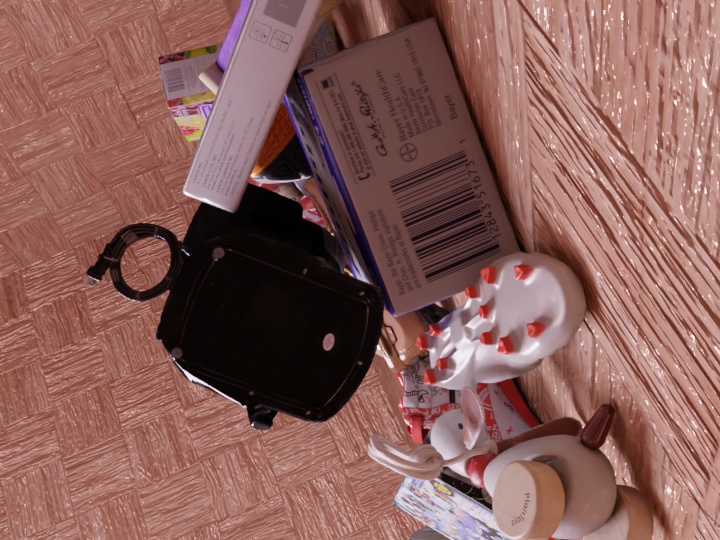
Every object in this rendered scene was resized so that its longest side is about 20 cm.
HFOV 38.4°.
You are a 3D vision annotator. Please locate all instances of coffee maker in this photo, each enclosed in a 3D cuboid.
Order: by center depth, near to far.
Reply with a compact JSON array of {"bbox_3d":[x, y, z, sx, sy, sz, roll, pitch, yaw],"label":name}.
[{"bbox_3d":[-0.087,0.000,0.768,0.192,0.135,0.200,46,-177,-18],"label":"coffee maker"}]

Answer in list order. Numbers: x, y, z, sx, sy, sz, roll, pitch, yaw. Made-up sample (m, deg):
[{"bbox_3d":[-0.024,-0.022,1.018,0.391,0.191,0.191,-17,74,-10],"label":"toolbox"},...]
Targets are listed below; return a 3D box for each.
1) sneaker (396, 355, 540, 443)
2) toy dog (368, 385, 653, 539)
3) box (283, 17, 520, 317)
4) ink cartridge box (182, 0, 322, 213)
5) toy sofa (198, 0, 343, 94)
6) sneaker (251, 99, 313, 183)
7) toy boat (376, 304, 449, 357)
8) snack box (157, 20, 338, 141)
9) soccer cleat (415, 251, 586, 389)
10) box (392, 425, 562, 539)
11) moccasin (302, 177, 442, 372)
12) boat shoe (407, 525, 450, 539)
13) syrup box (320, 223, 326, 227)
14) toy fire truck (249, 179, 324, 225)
[{"bbox_3d":[0.103,0.148,0.929,0.067,0.108,0.202,75,172,-59],"label":"sneaker"},{"bbox_3d":[0.112,0.117,0.702,0.200,0.097,0.132,22,-176,44],"label":"toy dog"},{"bbox_3d":[0.023,-0.078,0.785,0.200,0.105,0.185,-137,25,-80],"label":"box"},{"bbox_3d":[-0.063,-0.167,0.732,0.176,0.045,0.200,-88,21,-59],"label":"ink cartridge box"},{"bbox_3d":[-0.100,-0.223,1.024,0.083,0.098,0.200,45,148,1],"label":"toy sofa"},{"bbox_3d":[-0.073,-0.131,0.994,0.076,0.092,0.200,60,-146,-17],"label":"sneaker"},{"bbox_3d":[0.017,0.009,1.161,0.199,0.131,0.130,25,-165,17],"label":"toy boat"},{"bbox_3d":[-0.123,-0.218,1.213,0.169,0.199,0.068,108,148,-85],"label":"snack box"},{"bbox_3d":[0.103,0.035,0.685,0.200,0.077,0.070,135,128,-64],"label":"soccer cleat"},{"bbox_3d":[0.102,0.210,0.917,0.137,0.040,0.200,29,159,9],"label":"box"},{"bbox_3d":[0.001,0.000,0.958,0.202,0.078,0.074,58,-164,11],"label":"moccasin"},{"bbox_3d":[0.135,0.313,1.041,0.199,0.074,0.067,5,129,41],"label":"boat shoe"},{"bbox_3d":[-0.019,-0.002,1.058,0.079,0.199,0.082,-122,9,-64],"label":"syrup box"},{"bbox_3d":[-0.060,-0.089,1.154,0.200,0.168,0.113,14,-132,-64],"label":"toy fire truck"}]
